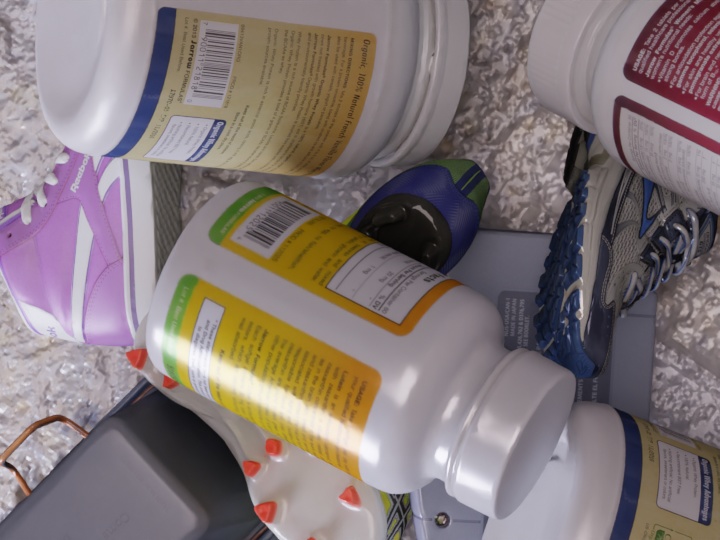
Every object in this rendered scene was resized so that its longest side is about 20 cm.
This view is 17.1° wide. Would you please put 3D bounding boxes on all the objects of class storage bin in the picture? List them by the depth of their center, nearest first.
[{"bbox_3d":[-0.151,0.148,1.336,0.200,0.134,0.146,-45,82,8],"label":"storage bin"}]

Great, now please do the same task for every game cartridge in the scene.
[{"bbox_3d":[0.092,0.078,1.311,0.133,0.040,0.200,4,91,-12],"label":"game cartridge"}]

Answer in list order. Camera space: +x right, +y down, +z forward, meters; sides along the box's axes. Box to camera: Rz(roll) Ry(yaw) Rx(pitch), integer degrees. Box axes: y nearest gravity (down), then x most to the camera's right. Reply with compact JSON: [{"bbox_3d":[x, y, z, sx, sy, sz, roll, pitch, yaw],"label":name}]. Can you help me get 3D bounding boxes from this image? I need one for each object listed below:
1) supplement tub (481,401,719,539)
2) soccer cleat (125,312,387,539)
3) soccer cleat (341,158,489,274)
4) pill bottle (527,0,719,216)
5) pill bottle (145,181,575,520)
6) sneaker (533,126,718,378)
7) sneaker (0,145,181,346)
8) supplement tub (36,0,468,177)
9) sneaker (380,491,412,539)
[{"bbox_3d":[0.173,0.164,1.236,0.200,0.144,0.145,22,95,-12],"label":"supplement tub"},{"bbox_3d":[-0.045,0.085,1.297,0.200,0.078,0.069,44,105,28],"label":"soccer cleat"},{"bbox_3d":[0.001,0.001,1.316,0.065,0.084,0.200,51,137,-3],"label":"soccer cleat"},{"bbox_3d":[0.185,-0.084,1.181,0.200,0.110,0.110,31,98,38],"label":"pill bottle"},{"bbox_3d":[0.002,0.044,1.204,0.200,0.111,0.111,27,96,19],"label":"pill bottle"},{"bbox_3d":[0.148,-0.024,1.262,0.085,0.077,0.200,18,54,-2],"label":"sneaker"},{"bbox_3d":[-0.162,-0.058,1.370,0.114,0.073,0.201,2,91,15],"label":"sneaker"},{"bbox_3d":[-0.058,-0.125,1.268,0.200,0.144,0.145,5,92,-26],"label":"supplement tub"},{"bbox_3d":[0.001,0.124,1.332,0.075,0.076,0.200,12,92,14],"label":"sneaker"}]
